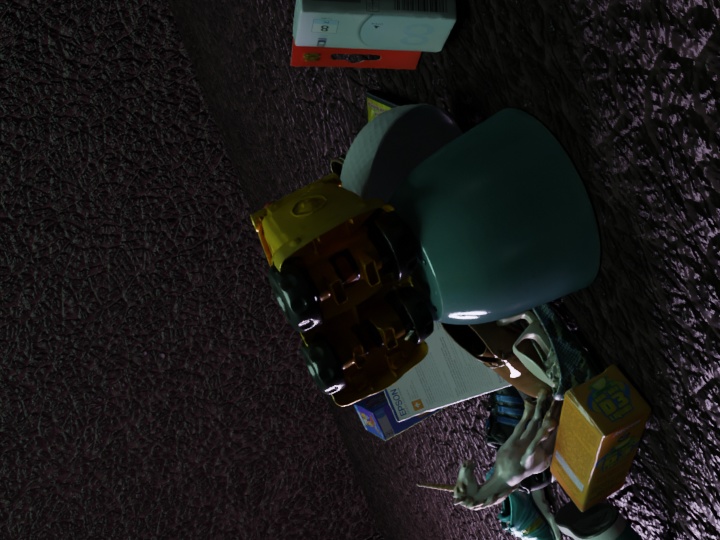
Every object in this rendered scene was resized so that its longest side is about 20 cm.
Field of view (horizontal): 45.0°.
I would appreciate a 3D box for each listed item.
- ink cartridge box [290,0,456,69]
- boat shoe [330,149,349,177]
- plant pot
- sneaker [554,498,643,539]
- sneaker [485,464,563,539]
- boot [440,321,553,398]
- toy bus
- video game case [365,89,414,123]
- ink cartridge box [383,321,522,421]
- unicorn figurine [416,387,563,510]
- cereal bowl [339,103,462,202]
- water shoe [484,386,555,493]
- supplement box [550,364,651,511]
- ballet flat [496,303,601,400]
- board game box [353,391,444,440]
[{"bbox_3d":[0.005,-0.248,0.946,0.200,0.157,0.048,120,149,-74],"label":"ink cartridge box"},{"bbox_3d":[0.014,-0.094,1.168,0.201,0.071,0.077,-121,26,-46],"label":"boat shoe"},{"bbox_3d":[0.118,-0.039,0.884,0.202,0.159,0.201,60,167,23],"label":"plant pot"},{"bbox_3d":[0.303,0.332,1.034,0.122,0.083,0.200,56,-178,5],"label":"sneaker"},{"bbox_3d":[0.250,0.378,1.332,0.202,0.079,0.077,66,168,-8],"label":"sneaker"},{"bbox_3d":[0.160,0.096,1.027,0.200,0.073,0.076,43,-149,-16],"label":"boot"},{"bbox_3d":[-0.034,0.006,0.889,0.192,0.135,0.202,41,156,52],"label":"toy bus"},{"bbox_3d":[0.058,-0.136,1.168,0.200,0.025,0.183,-137,39,-61],"label":"video game case"},{"bbox_3d":[0.102,0.071,1.104,0.041,0.197,0.202,-56,-55,-71],"label":"ink cartridge box"},{"bbox_3d":[0.181,0.208,0.996,0.074,0.198,0.139,41,115,42],"label":"unicorn figurine"},{"bbox_3d":[0.042,-0.086,0.991,0.083,0.200,0.202,8,128,40],"label":"cereal bowl"},{"bbox_3d":[0.202,0.206,1.198,0.202,0.078,0.072,60,167,20],"label":"water shoe"},{"bbox_3d":[0.259,0.189,0.955,0.069,0.066,0.201,55,165,36],"label":"supplement box"},{"bbox_3d":[0.192,0.059,0.982,0.201,0.073,0.075,58,166,29],"label":"ballet flat"},{"bbox_3d":[0.097,0.181,1.308,0.045,0.198,0.134,64,168,-3],"label":"board game box"}]
